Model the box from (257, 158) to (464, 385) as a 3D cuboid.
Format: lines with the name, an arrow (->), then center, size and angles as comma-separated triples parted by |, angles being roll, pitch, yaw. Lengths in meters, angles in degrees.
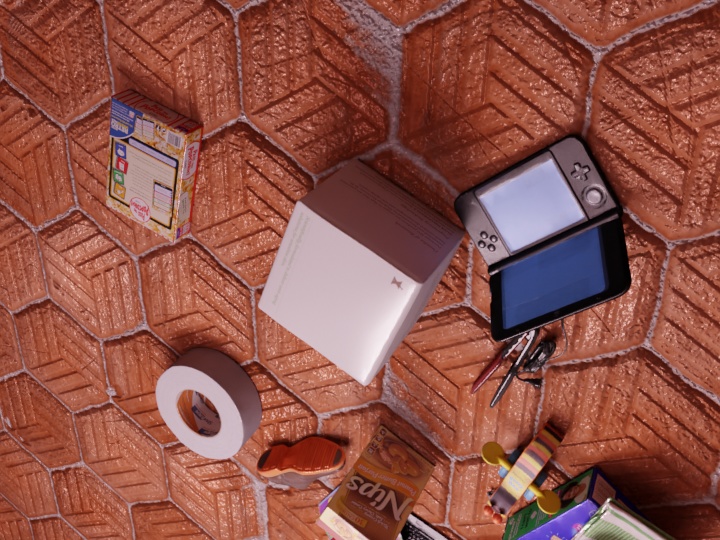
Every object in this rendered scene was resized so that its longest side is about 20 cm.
box -> 0.000, 0.000, 1.073 | 0.198, 0.171, 0.201 | 33, 127, 9

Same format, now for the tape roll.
tape roll -> -0.281, 0.246, 1.432 | 0.197, 0.066, 0.204 | 13, 120, 23

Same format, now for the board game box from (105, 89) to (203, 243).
board game box -> -0.338, -0.167, 1.256 | 0.150, 0.046, 0.203 | 27, 126, 14

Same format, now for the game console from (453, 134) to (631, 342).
game console -> 0.217, -0.038, 0.965 | 0.198, 0.116, 0.178 | -26, 101, 36

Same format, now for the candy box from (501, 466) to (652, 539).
candy box -> 0.335, 0.416, 1.165 | 0.169, 0.077, 0.200 | 44, 127, 0

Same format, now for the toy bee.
toy bee -> 0.233, 0.326, 1.149 | 0.129, 0.108, 0.204 | 18, 118, 30

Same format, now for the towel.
towel -> 0.361, 0.420, 1.091 | 0.151, 0.023, 0.202 | 30, 126, 8

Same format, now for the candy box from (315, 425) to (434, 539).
candy box -> 0.028, 0.354, 1.229 | 0.115, 0.200, 0.056 | 36, 128, 7

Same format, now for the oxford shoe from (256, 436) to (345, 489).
oxford shoe -> -0.094, 0.350, 1.391 | 0.197, 0.072, 0.073 | -13, 128, 39

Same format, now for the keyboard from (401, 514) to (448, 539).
keyboard -> 0.084, 0.482, 1.367 | 0.198, 0.040, 0.105 | 31, 126, 13

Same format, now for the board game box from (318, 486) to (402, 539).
board game box -> -0.013, 0.472, 1.393 | 0.159, 0.039, 0.200 | 50, 133, 11

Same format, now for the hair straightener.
hair straightener -> 0.236, 0.128, 1.098 | 0.076, 0.041, 0.201 | 37, 123, 7
